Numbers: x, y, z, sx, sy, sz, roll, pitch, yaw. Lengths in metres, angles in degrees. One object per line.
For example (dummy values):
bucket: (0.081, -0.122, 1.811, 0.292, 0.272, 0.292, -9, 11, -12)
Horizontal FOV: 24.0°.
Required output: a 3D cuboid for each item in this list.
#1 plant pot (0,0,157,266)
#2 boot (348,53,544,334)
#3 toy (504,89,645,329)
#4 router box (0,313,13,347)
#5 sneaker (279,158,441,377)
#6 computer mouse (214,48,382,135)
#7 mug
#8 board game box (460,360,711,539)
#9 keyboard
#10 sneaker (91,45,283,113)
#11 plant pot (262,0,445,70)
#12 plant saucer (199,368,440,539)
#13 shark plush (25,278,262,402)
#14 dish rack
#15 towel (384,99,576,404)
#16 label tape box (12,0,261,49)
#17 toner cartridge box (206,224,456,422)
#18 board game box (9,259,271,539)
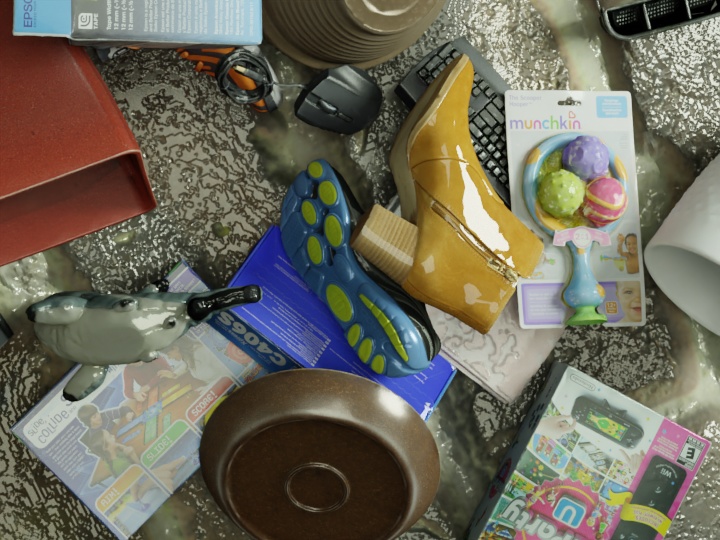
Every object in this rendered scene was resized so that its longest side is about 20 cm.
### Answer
plant pot: (-0.287, -0.116, 1.328, 0.199, 0.200, 0.177, -20, 81, -6)
boot: (0.089, -0.060, 1.371, 0.144, 0.071, 0.202, 30, 72, -11)
toy: (0.185, -0.054, 1.406, 0.115, 0.047, 0.201, -1, 86, -16)
router box: (-0.353, 0.077, 1.309, 0.157, 0.200, 0.052, -32, 96, -6)
sneaker: (0.000, 0.000, 1.394, 0.071, 0.083, 0.200, -39, 73, 25)
computer mouse: (-0.045, -0.141, 1.365, 0.059, 0.200, 0.034, -45, 62, 26)
mug: (0.360, -0.026, 1.438, 0.176, 0.147, 0.200, -52, 127, -14)
board game box: (0.187, 0.200, 1.449, 0.147, 0.064, 0.201, 28, 88, -7)
keyboard: (0.104, -0.088, 1.423, 0.127, 0.021, 0.200, -44, 95, -7)
sneaker: (-0.157, -0.192, 1.400, 0.112, 0.078, 0.200, -38, 90, 3)
plant pot: (0.005, -0.249, 1.360, 0.200, 0.093, 0.202, -12, 117, -24)
plant saucer: (-0.035, 0.168, 1.379, 0.199, 0.035, 0.201, 3, 125, 4)
shark plush: (-0.179, 0.025, 1.353, 0.199, 0.083, 0.091, -22, 113, 23)
dish rack: (0.254, -0.306, 1.453, 0.153, 0.055, 0.201, -16, 93, -7)
towel: (0.111, -0.019, 1.451, 0.191, 0.032, 0.200, 36, 87, -7)
label tape box: (-0.172, -0.238, 1.243, 0.199, 0.066, 0.144, -3, 95, -33)
toner cartridge box: (-0.024, 0.061, 1.409, 0.200, 0.043, 0.095, 39, 56, -6)
board game box: (-0.173, 0.108, 1.414, 0.200, 0.034, 0.135, -44, 95, -5)
